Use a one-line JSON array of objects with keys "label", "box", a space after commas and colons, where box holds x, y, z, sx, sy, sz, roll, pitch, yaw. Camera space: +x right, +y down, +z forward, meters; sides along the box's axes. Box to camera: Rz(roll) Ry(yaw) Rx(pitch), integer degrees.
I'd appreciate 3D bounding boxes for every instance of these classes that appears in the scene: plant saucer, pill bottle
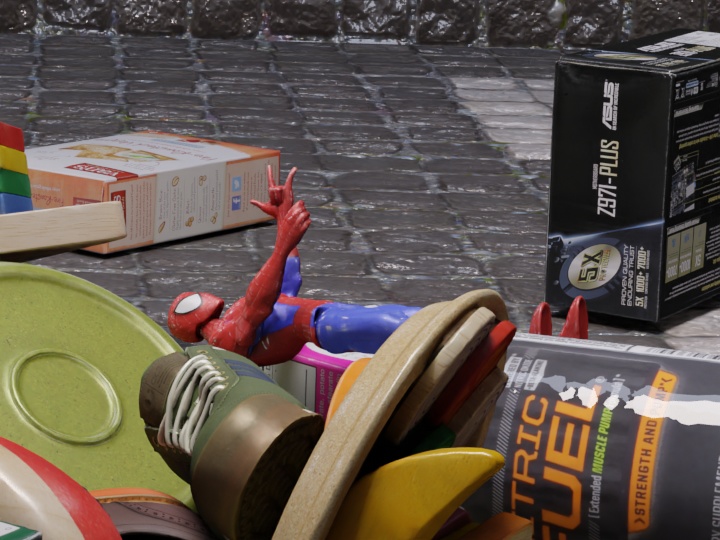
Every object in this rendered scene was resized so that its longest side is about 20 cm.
[{"label": "plant saucer", "box": [-0.138, 0.065, 1.302, 0.199, 0.031, 0.201, 20, 40, -18]}, {"label": "pill bottle", "box": [0.086, 0.081, 1.173, 0.199, 0.107, 0.106, 5, 12, 23]}]

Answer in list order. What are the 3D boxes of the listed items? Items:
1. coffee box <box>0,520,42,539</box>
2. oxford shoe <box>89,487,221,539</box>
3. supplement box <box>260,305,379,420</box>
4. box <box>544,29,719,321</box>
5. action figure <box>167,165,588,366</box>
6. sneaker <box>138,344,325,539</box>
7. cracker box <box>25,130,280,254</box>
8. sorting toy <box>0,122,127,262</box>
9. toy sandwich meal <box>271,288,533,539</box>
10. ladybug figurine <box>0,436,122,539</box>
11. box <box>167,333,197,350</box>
[{"label": "coffee box", "box": [-0.198, 0.133, 1.028, 0.199, 0.124, 0.044, 9, 18, 33]}, {"label": "oxford shoe", "box": [-0.144, 0.126, 1.174, 0.199, 0.072, 0.072, -9, 10, -28]}, {"label": "supplement box", "box": [0.037, 0.087, 1.347, 0.101, 0.104, 0.199, -10, 18, -42]}, {"label": "box", "box": [0.207, -0.068, 1.927, 0.086, 0.165, 0.200, 9, 15, 29]}, {"label": "action figure", "box": [0.000, 0.000, 1.287, 0.199, 0.100, 0.065, -1, 1, 27]}, {"label": "sneaker", "box": [-0.061, 0.071, 1.226, 0.090, 0.067, 0.200, 32, -1, 12]}, {"label": "cracker box", "box": [-0.171, -0.060, 2.114, 0.133, 0.058, 0.199, 10, 15, 35]}, {"label": "sorting toy", "box": [-0.246, -0.030, 1.415, 0.199, 0.070, 0.198, -8, -1, -28]}, {"label": "toy sandwich meal", "box": [0.023, 0.106, 1.029, 0.070, 0.206, 0.205, 25, 18, 16]}, {"label": "ladybug figurine", "box": [-0.155, 0.115, 1.069, 0.199, 0.137, 0.072, 1, 15, 38]}, {"label": "box", "box": [-0.203, 0.067, 1.429, 0.163, 0.087, 0.199, -7, 15, -41]}]
